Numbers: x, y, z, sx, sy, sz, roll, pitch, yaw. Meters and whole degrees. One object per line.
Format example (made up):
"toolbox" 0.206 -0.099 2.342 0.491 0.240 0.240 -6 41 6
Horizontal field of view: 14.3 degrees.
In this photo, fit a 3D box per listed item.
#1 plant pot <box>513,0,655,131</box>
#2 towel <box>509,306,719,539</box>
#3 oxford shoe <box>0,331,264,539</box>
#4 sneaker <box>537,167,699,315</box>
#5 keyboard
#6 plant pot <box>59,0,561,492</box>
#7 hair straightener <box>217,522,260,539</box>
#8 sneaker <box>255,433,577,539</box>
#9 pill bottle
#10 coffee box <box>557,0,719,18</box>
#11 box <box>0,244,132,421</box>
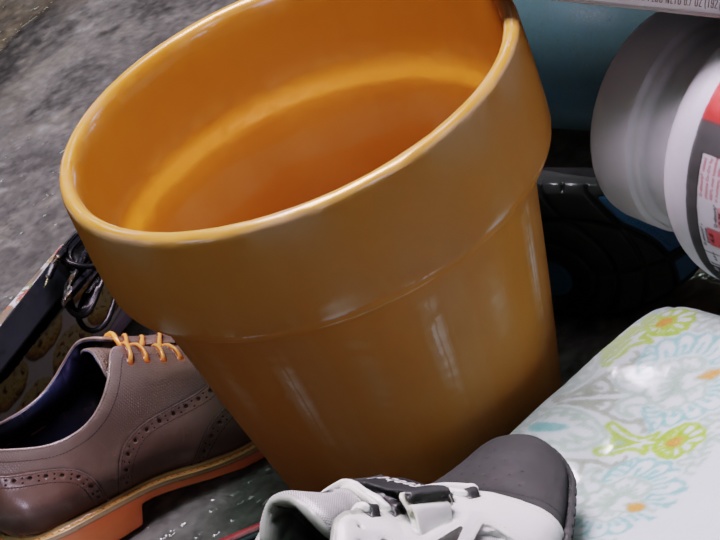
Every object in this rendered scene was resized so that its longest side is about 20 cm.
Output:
"plant pot" 0.140 -0.157 1.362 0.160 0.201 0.201 12 43 28
"towel" 0.136 0.088 1.111 0.171 0.048 0.200 -39 34 -24
"oxford shoe" -0.085 0.055 1.288 0.200 0.073 0.071 -35 31 -20
"sneaker" 0.071 -0.028 1.315 0.199 0.073 0.082 -1 35 32
"keyboard" -0.135 0.016 1.331 0.104 0.040 0.200 -49 6 46
"plant pot" 0.000 0.000 1.207 0.199 0.184 0.201 -17 31 11
"hair straightener" -0.103 0.157 1.168 0.199 0.041 0.077 -18 30 8
"sneaker" 0.010 0.103 1.042 0.074 0.089 0.200 -17 20 41
"pill bottle" 0.194 -0.037 1.151 0.116 0.116 0.200 -39 41 -26
"coffee box" 0.147 -0.161 1.147 0.199 0.114 0.080 7 17 5
"box" -0.172 0.061 1.371 0.039 0.042 0.200 0 36 35
